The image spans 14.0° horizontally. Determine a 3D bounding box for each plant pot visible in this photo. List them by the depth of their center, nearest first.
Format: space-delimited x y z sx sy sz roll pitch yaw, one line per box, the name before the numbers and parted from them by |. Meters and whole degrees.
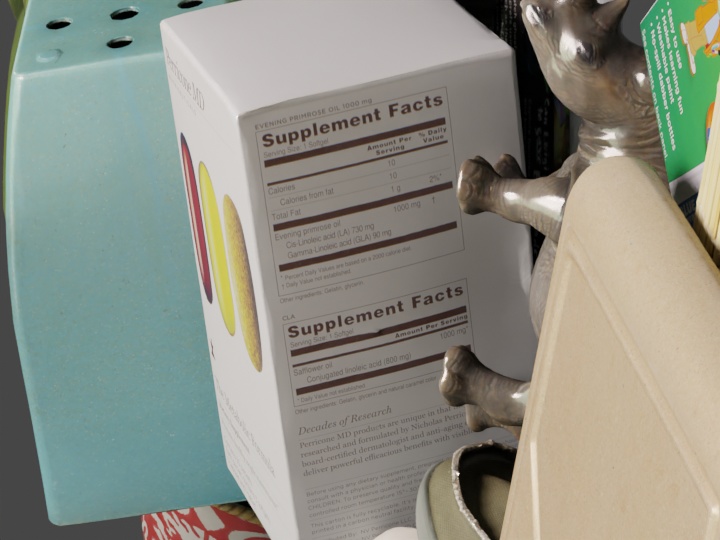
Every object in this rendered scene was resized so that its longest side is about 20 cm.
plant pot | -0.079 -0.021 1.255 0.142 0.140 0.201 -90 -9 -60

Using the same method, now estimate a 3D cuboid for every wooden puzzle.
wooden puzzle | 0.083 0.090 0.906 0.185 0.037 0.201 -113 33 -59

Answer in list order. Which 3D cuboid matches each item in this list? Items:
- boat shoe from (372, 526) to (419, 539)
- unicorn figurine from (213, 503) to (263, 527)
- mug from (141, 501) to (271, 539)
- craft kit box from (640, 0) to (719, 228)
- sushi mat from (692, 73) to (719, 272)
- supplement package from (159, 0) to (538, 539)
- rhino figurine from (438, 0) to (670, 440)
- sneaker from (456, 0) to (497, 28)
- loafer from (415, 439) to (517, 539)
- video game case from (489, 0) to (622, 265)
boat shoe | 0.037 0.200 1.083 0.201 0.093 0.075 58 146 -2
unicorn figurine | 0.023 0.181 1.305 0.199 0.074 0.138 19 119 45
mug | -0.046 0.114 1.450 0.200 0.133 0.178 112 153 -65
craft kit box | 0.146 -0.024 0.857 0.198 0.048 0.201 127 137 -64
sushi mat | 0.116 0.003 0.870 0.096 0.012 0.201 -114 25 -53
supplement package | 0.000 0.000 1.133 0.114 0.109 0.201 -130 29 -61
rhino figurine | 0.082 -0.020 1.036 0.060 0.087 0.201 -41 -40 -58
sneaker | 0.005 -0.097 1.216 0.091 0.078 0.201 -108 20 -50
loafer | 0.092 0.118 1.029 0.200 0.075 0.070 47 124 40
video game case | 0.067 -0.028 1.190 0.182 0.023 0.201 -147 55 -72
